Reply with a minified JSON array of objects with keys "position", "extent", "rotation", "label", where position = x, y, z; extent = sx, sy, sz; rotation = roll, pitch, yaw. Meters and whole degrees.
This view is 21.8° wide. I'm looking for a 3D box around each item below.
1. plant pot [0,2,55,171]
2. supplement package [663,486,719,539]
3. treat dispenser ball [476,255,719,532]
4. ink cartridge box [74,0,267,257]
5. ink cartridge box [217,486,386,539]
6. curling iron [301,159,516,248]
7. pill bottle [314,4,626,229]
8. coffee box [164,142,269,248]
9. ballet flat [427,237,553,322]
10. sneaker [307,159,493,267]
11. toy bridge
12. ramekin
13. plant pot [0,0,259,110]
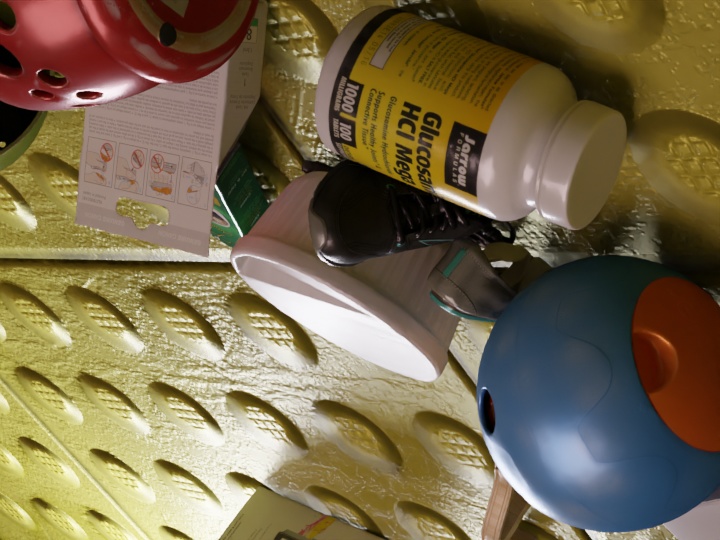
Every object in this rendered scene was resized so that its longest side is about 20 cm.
[{"position":[-0.363,-0.158,1.713],"extent":[0.187,0.187,0.200],"rotation":[36,169,3],"label":"plant pot"},{"position":[0.346,0.198,1.427],"extent":[0.200,0.121,0.120],"rotation":[43,153,-13],"label":"supplement package"},{"position":[0.184,0.090,1.364],"extent":[0.200,0.201,0.201],"rotation":[29,153,17],"label":"treat dispenser ball"},{"position":[-0.152,-0.124,1.484],"extent":[0.160,0.050,0.201],"rotation":[14,104,39],"label":"ink cartridge box"},{"position":[-0.063,0.379,2.204],"extent":[0.199,0.146,0.147],"rotation":[18,147,35],"label":"ink cartridge box"},{"position":[0.039,-0.057,1.508],"extent":[0.199,0.026,0.050],"rotation":[23,157,26],"label":"curling iron"},{"position":[0.077,-0.102,1.291],"extent":[0.199,0.113,0.113],"rotation":[24,151,26],"label":"pill bottle"},{"position":[-0.145,-0.083,1.625],"extent":[0.123,0.044,0.200],"rotation":[29,167,17],"label":"coffee box"},{"position":[0.123,0.015,1.456],"extent":[0.067,0.064,0.200],"rotation":[37,-169,31],"label":"ballet flat"},{"position":[0.041,-0.052,1.361],"extent":[0.079,0.200,0.076],"rotation":[-2,103,40],"label":"sneaker"},{"position":[0.142,0.239,1.811],"extent":[0.027,0.067,0.200],"rotation":[26,152,22],"label":"toy bridge"},{"position":[0.000,0.000,1.532],"extent":[0.202,0.095,0.202],"rotation":[28,168,7],"label":"ramekin"},{"position":[-0.180,-0.217,1.341],"extent":[0.182,0.201,0.201],"rotation":[3,138,40],"label":"plant pot"}]
